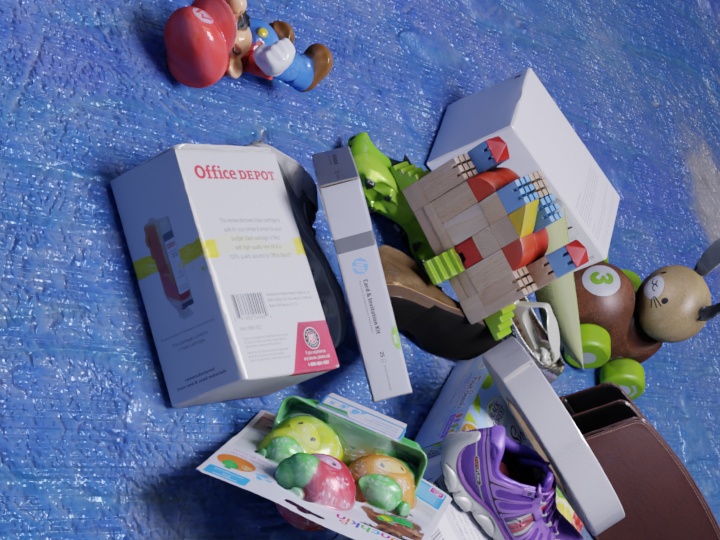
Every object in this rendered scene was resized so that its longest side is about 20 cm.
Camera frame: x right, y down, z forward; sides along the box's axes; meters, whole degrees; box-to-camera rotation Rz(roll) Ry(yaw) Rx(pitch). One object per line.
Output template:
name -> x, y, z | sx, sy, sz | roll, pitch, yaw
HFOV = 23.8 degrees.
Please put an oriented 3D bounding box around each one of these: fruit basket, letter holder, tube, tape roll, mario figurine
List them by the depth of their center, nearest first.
fruit basket -> -0.021, 0.165, 1.378 | 0.200, 0.184, 0.094 | -13, 125, -79
mario figurine -> -0.099, -0.220, 1.568 | 0.200, 0.123, 0.107 | -1, 85, -61
tape roll -> 0.180, 0.156, 1.612 | 0.204, 0.037, 0.203 | 58, 0, 1
tube -> 0.213, 0.012, 1.887 | 0.058, 0.051, 0.201 | -67, 151, -51
letter holder -> 0.313, 0.226, 1.892 | 0.201, 0.141, 0.101 | 55, 34, -19

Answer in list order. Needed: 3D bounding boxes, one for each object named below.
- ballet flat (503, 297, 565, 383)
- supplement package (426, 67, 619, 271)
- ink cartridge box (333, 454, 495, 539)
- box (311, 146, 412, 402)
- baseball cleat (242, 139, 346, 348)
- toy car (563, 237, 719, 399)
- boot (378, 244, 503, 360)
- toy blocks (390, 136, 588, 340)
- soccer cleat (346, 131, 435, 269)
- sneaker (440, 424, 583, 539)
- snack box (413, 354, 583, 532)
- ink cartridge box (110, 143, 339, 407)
ballet flat -> 0.171, 0.033, 1.866 | 0.072, 0.072, 0.201 | -34, 100, -58
supplement package -> 0.185, -0.101, 1.920 | 0.200, 0.119, 0.122 | 52, 35, -24
ink cartridge box -> 0.065, 0.268, 1.542 | 0.147, 0.085, 0.200 | 64, 30, -5
box -> 0.000, 0.000, 1.546 | 0.156, 0.041, 0.202 | -104, -179, -76
baseball cleat -> -0.053, -0.029, 1.562 | 0.106, 0.069, 0.201 | -34, 101, -58
toy car -> 0.350, 0.033, 2.012 | 0.158, 0.199, 0.165 | 40, 40, -37
boot -> 0.075, 0.033, 1.724 | 0.199, 0.073, 0.076 | 29, 41, -42
toy blocks -> 0.134, -0.046, 1.668 | 0.100, 0.136, 0.201 | -22, 83, -51
soccer cleat -> 0.055, -0.068, 1.756 | 0.200, 0.067, 0.081 | 40, 39, -33
sneaker -> 0.152, 0.213, 1.552 | 0.200, 0.083, 0.081 | 46, 37, -33
snack box -> 0.145, 0.208, 1.719 | 0.201, 0.067, 0.169 | 56, 33, -15
ink cartridge box -> -0.113, 0.003, 1.436 | 0.145, 0.083, 0.202 | -2, 73, -57
